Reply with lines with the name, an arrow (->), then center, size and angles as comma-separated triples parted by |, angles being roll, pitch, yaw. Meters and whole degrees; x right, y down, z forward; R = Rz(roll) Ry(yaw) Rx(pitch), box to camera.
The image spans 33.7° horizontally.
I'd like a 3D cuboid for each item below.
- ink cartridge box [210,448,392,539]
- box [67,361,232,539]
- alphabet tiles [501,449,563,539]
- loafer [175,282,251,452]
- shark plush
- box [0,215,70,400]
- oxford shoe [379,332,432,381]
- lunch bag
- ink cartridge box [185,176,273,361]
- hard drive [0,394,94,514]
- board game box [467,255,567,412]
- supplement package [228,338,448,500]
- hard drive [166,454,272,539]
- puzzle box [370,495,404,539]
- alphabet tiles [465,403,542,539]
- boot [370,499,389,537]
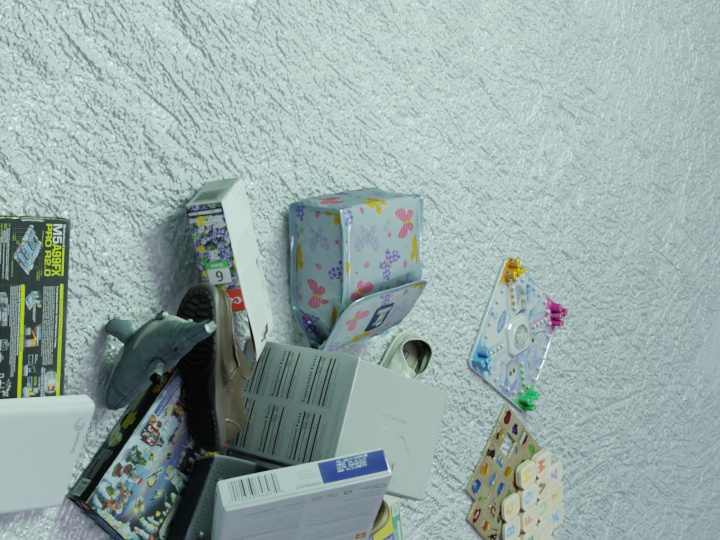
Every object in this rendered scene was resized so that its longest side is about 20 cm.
ink cartridge box -> -0.073, 0.283, 1.378 | 0.198, 0.041, 0.201 | -9, 146, -17
box -> -0.238, 0.224, 1.402 | 0.201, 0.040, 0.137 | -58, 133, -28
alphabet tiles -> 0.302, 0.417, 2.055 | 0.195, 0.015, 0.202 | -20, 111, -48
loafer -> -0.169, 0.108, 1.393 | 0.071, 0.073, 0.202 | -19, 115, -48
shark plush -> -0.211, 0.098, 1.308 | 0.091, 0.199, 0.084 | 45, 46, -34
box -> -0.378, 0.043, 1.220 | 0.160, 0.044, 0.202 | -1, 95, -50
oxford shoe -> 0.049, 0.172, 1.697 | 0.075, 0.058, 0.201 | 42, 58, -27
lunch bag -> 0.000, 0.000, 1.591 | 0.169, 0.126, 0.202 | -12, 110, -45
ink cartridge box -> -0.155, -0.001, 1.432 | 0.109, 0.050, 0.202 | -70, 151, -69
hard drive -> -0.377, 0.193, 1.215 | 0.199, 0.027, 0.133 | 3, 115, -49
board game box -> 0.267, 0.109, 1.982 | 0.200, 0.026, 0.201 | 40, 64, -43
supplement package -> -0.033, 0.189, 1.513 | 0.191, 0.199, 0.148 | 26, 75, -46
hard drive -> -0.154, 0.301, 1.462 | 0.200, 0.042, 0.136 | 35, 72, -54
puzzle box -> 0.004, 0.336, 1.703 | 0.133, 0.025, 0.202 | -22, 110, -46
alphabet tiles -> 0.239, 0.352, 1.988 | 0.167, 0.008, 0.201 | 51, 57, -39
boot -> -0.018, 0.366, 1.574 | 0.154, 0.199, 0.072 | 39, 27, -45
